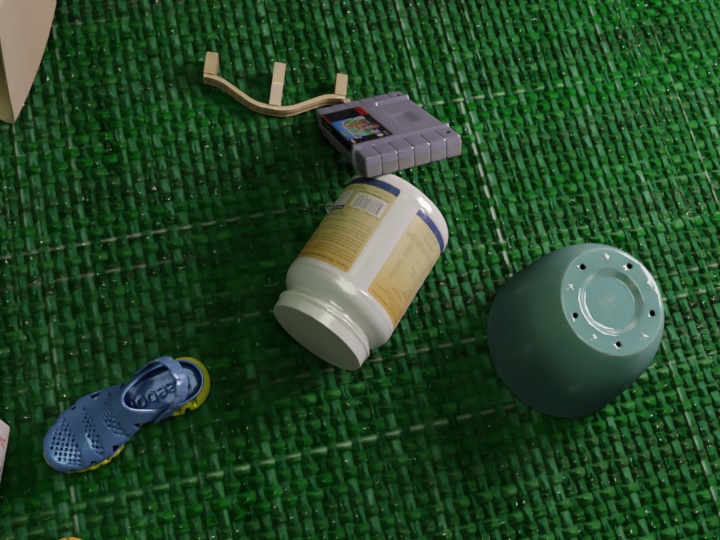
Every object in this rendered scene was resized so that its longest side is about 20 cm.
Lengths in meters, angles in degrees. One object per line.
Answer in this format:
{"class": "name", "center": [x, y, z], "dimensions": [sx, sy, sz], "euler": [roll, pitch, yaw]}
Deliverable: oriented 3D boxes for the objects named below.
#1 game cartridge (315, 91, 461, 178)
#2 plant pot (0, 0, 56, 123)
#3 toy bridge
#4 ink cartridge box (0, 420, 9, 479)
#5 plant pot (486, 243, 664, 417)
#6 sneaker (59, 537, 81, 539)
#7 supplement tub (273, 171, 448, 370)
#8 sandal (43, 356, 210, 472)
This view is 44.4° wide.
{"class": "game cartridge", "center": [0.028, -0.175, 1.097], "dimensions": [0.127, 0.039, 0.200], "euler": [-11, 29, -16]}
{"class": "plant pot", "center": [-0.472, -0.338, 1.058], "dimensions": [0.197, 0.201, 0.179], "euler": [22, 57, -2]}
{"class": "toy bridge", "center": [-0.110, -0.239, 1.165], "dimensions": [0.196, 0.027, 0.069], "euler": [8, 72, -7]}
{"class": "ink cartridge box", "center": [-0.423, 0.240, 0.882], "dimensions": [0.082, 0.146, 0.204], "euler": [6, 71, -8]}
{"class": "plant pot", "center": [0.269, 0.061, 1.057], "dimensions": [0.196, 0.161, 0.205], "euler": [3, 71, -9]}
{"class": "sneaker", "center": [-0.311, 0.376, 0.892], "dimensions": [0.077, 0.077, 0.204], "euler": [0, 72, -11]}
{"class": "supplement tub", "center": [0.000, 0.000, 1.040], "dimensions": [0.143, 0.145, 0.201], "euler": [33, 69, 3]}
{"class": "sandal", "center": [-0.260, 0.151, 0.974], "dimensions": [0.198, 0.087, 0.080], "euler": [-33, 81, -17]}
